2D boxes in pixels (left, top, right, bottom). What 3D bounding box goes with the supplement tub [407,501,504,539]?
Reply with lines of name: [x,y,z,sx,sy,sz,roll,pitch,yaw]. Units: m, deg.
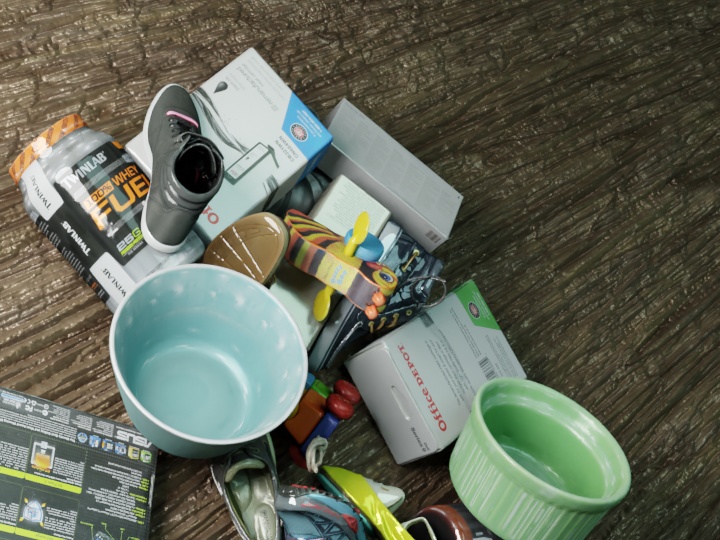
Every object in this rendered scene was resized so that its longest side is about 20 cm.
supplement tub: [0.156,0.317,1.398,0.198,0.107,0.109,2,63,-38]

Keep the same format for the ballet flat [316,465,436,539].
ballet flat: [0.035,0.279,1.322,0.067,0.067,0.200,-36,68,-14]

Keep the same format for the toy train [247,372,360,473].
toy train: [-0.074,0.147,1.283,0.115,0.085,0.200,37,9,1]

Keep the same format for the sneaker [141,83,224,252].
sneaker: [-0.175,-0.126,1.232,0.070,0.099,0.203,18,53,-28]

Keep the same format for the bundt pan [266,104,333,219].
bundt pan: [-0.103,-0.141,1.491,0.200,0.076,0.205,20,53,-28]

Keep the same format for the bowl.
bowl: [-0.161,0.106,1.206,0.198,0.105,0.203,13,50,-16]

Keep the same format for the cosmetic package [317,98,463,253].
cosmetic package: [0.031,-0.114,1.492,0.199,0.051,0.083,39,48,-13]

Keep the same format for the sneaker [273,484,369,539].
sneaker: [-0.035,0.296,1.230,0.201,0.078,0.096,60,43,-40]

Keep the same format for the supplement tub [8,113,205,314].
supplement tub: [-0.268,-0.057,1.270,0.200,0.122,0.123,48,45,-4]

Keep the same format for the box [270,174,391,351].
box: [-0.050,-0.005,1.404,0.082,0.068,0.201,37,69,-10]

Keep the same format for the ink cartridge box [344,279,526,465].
ink cartridge box: [0.093,0.122,1.475,0.199,0.084,0.147,-29,90,-45]

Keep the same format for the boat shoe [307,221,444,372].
boat shoe: [0.017,0.048,1.413,0.090,0.071,0.202,33,82,-5]

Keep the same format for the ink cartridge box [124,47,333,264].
ink cartridge box: [-0.152,-0.128,1.359,0.146,0.084,0.200,46,64,0]

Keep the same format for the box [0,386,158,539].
box: [-0.292,0.222,1.135,0.198,0.047,0.196,21,55,-29]

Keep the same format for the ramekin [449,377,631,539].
ramekin: [0.197,0.224,1.371,0.197,0.099,0.201,21,28,-12]

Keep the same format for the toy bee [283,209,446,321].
toy bee: [0.000,0.000,1.315,0.196,0.133,0.109,5,26,1]

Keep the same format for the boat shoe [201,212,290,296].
boat shoe: [-0.128,0.003,1.295,0.072,0.200,0.072,47,37,10]

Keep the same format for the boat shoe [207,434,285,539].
boat shoe: [-0.119,0.205,1.257,0.071,0.066,0.204,-20,78,-8]
